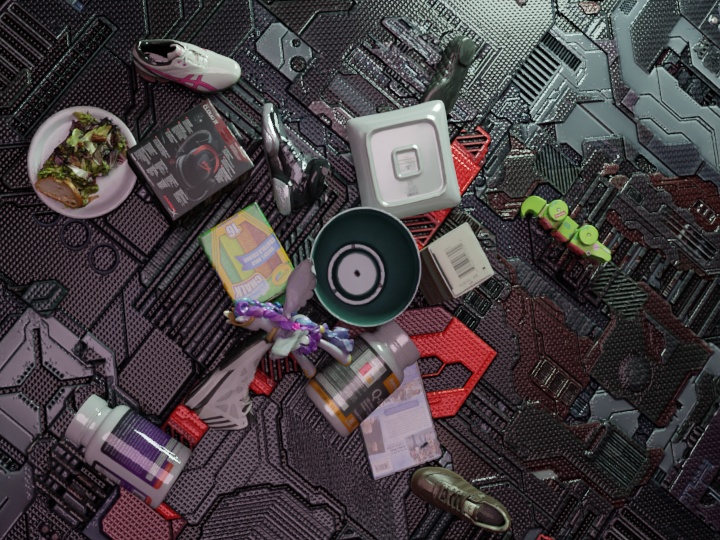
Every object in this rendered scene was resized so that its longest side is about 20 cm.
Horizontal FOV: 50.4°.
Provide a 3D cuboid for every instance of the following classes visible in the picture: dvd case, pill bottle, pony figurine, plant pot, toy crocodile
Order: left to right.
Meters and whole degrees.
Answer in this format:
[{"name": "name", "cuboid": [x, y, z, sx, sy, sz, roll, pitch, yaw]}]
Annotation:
[{"name": "pill bottle", "cuboid": [-0.396, 0.302, 1.302, 0.198, 0.111, 0.113, 35, 81, -4]}, {"name": "pony figurine", "cuboid": [-0.106, 0.095, 1.251, 0.198, 0.191, 0.170, 33, 53, -31]}, {"name": "plant pot", "cuboid": [0.000, 0.000, 1.375, 0.194, 0.134, 0.207, 1, 84, -9]}, {"name": "pill bottle", "cuboid": [0.006, 0.184, 1.350, 0.199, 0.116, 0.117, -42, 91, -9]}, {"name": "dvd case", "cuboid": [0.062, 0.268, 1.417, 0.139, 0.018, 0.206, -15, 86, -10]}, {"name": "toy crocodile", "cuboid": [0.396, -0.076, 1.473, 0.198, 0.068, 0.062, 38, 86, -1]}]

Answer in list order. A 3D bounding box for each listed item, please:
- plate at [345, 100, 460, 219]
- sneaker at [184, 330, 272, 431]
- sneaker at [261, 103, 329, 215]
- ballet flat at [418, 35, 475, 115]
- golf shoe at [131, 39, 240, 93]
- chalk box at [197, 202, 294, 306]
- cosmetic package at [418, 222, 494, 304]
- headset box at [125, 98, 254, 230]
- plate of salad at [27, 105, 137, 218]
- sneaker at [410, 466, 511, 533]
[{"name": "plate", "cuboid": [0.085, -0.202, 1.441, 0.194, 0.032, 0.206, -13, 97, -9]}, {"name": "sneaker", "cuboid": [-0.206, 0.204, 1.357, 0.200, 0.076, 0.116, -41, 101, 8]}, {"name": "sneaker", "cuboid": [-0.118, -0.211, 1.412, 0.111, 0.075, 0.206, -12, 92, -10]}, {"name": "ballet flat", "cuboid": [0.162, -0.360, 1.485, 0.066, 0.057, 0.203, 31, 86, -26]}, {"name": "golf shoe", "cuboid": [-0.315, -0.373, 1.390, 0.194, 0.092, 0.075, 5, 82, -9]}, {"name": "chalk box", "cuboid": [-0.185, 0.006, 1.354, 0.123, 0.124, 0.203, -31, 89, -9]}, {"name": "cosmetic package", "cuboid": [0.154, -0.007, 1.365, 0.086, 0.200, 0.105, -30, 87, -8]}, {"name": "headset box", "cuboid": [-0.296, -0.195, 1.373, 0.198, 0.075, 0.150, -37, 91, -18]}, {"name": "plate of salad", "cuboid": [-0.497, -0.196, 1.368, 0.194, 0.048, 0.207, 1, 84, -7]}, {"name": "sneaker", "cuboid": [0.187, 0.415, 1.390, 0.196, 0.076, 0.072, 24, 82, -5]}]
